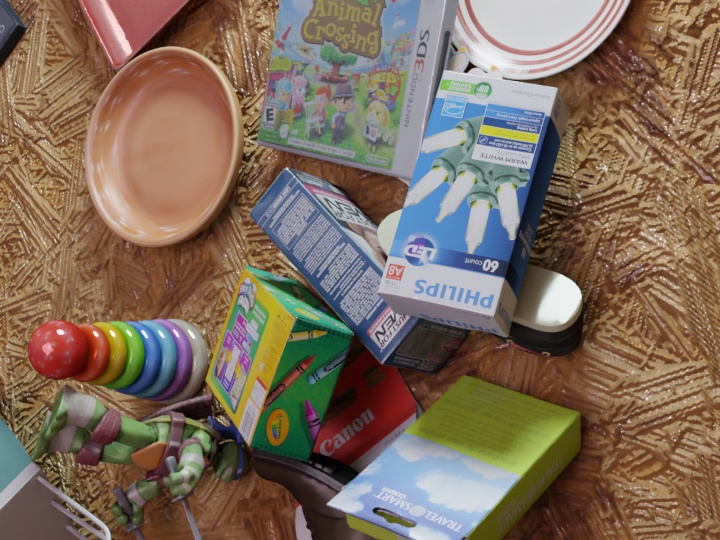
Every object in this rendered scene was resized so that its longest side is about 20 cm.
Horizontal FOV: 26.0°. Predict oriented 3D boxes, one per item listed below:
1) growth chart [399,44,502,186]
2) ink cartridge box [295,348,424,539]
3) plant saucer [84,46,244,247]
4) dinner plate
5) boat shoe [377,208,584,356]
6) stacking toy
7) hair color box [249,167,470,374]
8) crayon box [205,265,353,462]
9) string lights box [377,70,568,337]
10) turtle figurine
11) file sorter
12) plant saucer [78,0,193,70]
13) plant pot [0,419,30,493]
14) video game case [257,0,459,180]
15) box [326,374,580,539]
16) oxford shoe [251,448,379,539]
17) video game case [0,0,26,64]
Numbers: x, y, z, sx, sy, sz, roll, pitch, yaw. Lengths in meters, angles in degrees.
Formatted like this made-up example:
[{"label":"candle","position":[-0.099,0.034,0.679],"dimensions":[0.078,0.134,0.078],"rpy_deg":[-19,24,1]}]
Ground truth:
[{"label":"growth chart","position":[0.050,-0.143,1.406],"dimensions":[0.200,0.018,0.145],"rpy_deg":[34,111,35]},{"label":"ink cartridge box","position":[0.000,0.187,1.393],"dimensions":[0.162,0.050,0.200],"rpy_deg":[-40,68,23]},{"label":"plant saucer","position":[-0.192,-0.121,1.562],"dimensions":[0.199,0.037,0.201],"rpy_deg":[-4,83,34]},{"label":"dinner plate","position":[0.155,-0.263,1.358],"dimensions":[0.199,0.024,0.201],"rpy_deg":[-4,83,32]},{"label":"boat shoe","position":[0.099,0.012,1.326],"dimensions":[0.201,0.063,0.074],"rpy_deg":[28,64,26]},{"label":"stacking toy","position":[-0.235,0.082,1.469],"dimensions":[0.085,0.200,0.086],"rpy_deg":[-4,82,33]},{"label":"hair color box","position":[0.000,0.000,1.384],"dimensions":[0.061,0.100,0.200],"rpy_deg":[-50,62,14]},{"label":"crayon box","position":[-0.076,0.078,1.388],"dimensions":[0.119,0.058,0.200],"rpy_deg":[-70,20,7]},{"label":"string lights box","position":[0.094,-0.056,1.280],"dimensions":[0.102,0.059,0.201],"rpy_deg":[11,73,20]},{"label":"turtle figurine","position":[-0.207,0.198,1.438],"dimensions":[0.144,0.193,0.201],"rpy_deg":[-163,95,-77]},{"label":"file sorter","position":[-0.286,0.307,1.456],"dimensions":[0.124,0.200,0.139],"rpy_deg":[29,62,28]},{"label":"plant saucer","position":[-0.215,-0.337,1.603],"dimensions":[0.200,0.037,0.200],"rpy_deg":[-39,65,23]},{"label":"plant pot","position":[-0.404,0.240,1.569],"dimensions":[0.188,0.200,0.200],"rpy_deg":[40,106,16]},{"label":"video game case","position":[-0.005,-0.188,1.426],"dimensions":[0.199,0.022,0.183],"rpy_deg":[16,99,39]},{"label":"box","position":[0.079,0.166,1.261],"dimensions":[0.122,0.200,0.048],"rpy_deg":[16,128,34]},{"label":"oxford shoe","position":[-0.027,0.208,1.344],"dimensions":[0.200,0.073,0.085],"rpy_deg":[24,95,39]},{"label":"video game case","position":[-0.469,-0.285,1.774],"dimensions":[0.143,0.019,0.200],"rpy_deg":[-50,62,19]}]
